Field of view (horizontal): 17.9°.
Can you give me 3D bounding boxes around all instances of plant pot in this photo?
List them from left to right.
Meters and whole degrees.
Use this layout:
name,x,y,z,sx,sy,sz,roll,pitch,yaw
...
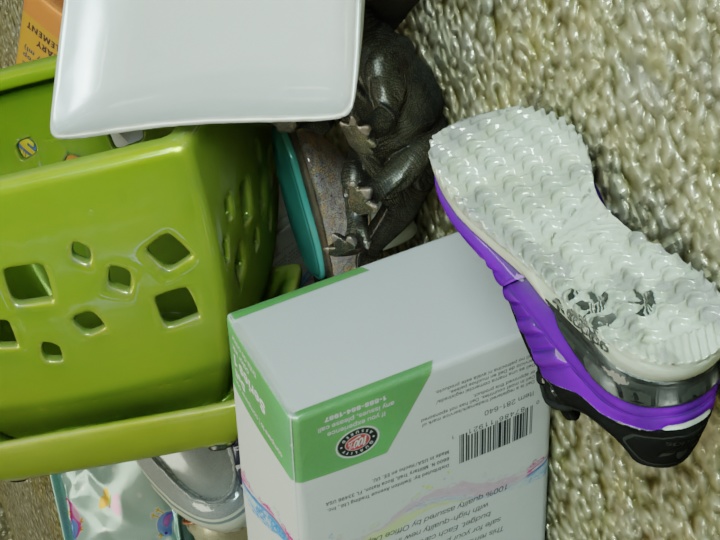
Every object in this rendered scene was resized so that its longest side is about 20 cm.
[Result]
name,x,y,z,sx,sy,sz,roll,pitch,yaw
plant pot,-0.138,-0.006,1.231,0.200,0.198,0.182,-72,-32,-64

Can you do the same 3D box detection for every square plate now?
name,x,y,z,sx,sy,sz,roll,pitch,yaw
square plate,-0.064,-0.164,1.105,0.197,0.028,0.201,-1,79,39

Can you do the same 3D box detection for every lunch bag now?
name,x,y,z,sx,sy,sz,roll,pitch,yaw
lunch bag,-0.125,0.157,1.601,0.121,0.170,0.201,-12,96,27

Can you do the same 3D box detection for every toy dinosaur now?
name,x,y,z,sx,sy,sz,roll,pitch,yaw
toy dinosaur,0.013,-0.070,1.137,0.077,0.102,0.201,3,126,41

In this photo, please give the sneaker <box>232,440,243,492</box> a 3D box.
name,x,y,z,sx,sy,sz,roll,pitch,yaw
sneaker,-0.014,0.127,1.357,0.201,0.074,0.082,64,-152,-30

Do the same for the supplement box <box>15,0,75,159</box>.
name,x,y,z,sx,sy,sz,roll,pitch,yaw
supplement box,-0.177,-0.102,1.444,0.066,0.069,0.201,37,141,20

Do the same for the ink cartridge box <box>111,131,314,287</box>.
name,x,y,z,sx,sy,sz,roll,pitch,yaw
ink cartridge box,-0.096,-0.023,1.435,0.146,0.083,0.200,43,153,19

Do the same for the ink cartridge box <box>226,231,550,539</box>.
name,x,y,z,sx,sy,sz,roll,pitch,yaw
ink cartridge box,0.016,0.095,1.171,0.084,0.144,0.201,53,155,42

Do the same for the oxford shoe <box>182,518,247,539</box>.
name,x,y,z,sx,sy,sz,roll,pitch,yaw
oxford shoe,-0.098,0.135,1.477,0.200,0.074,0.071,42,-176,-4

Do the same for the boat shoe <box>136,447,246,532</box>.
name,x,y,z,sx,sy,sz,roll,pitch,yaw
boat shoe,-0.130,0.074,1.397,0.201,0.070,0.072,52,-177,27

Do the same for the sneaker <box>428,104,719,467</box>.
name,x,y,z,sx,sy,sz,roll,pitch,yaw
sneaker,0.088,0.012,0.997,0.200,0.069,0.100,-126,22,-44

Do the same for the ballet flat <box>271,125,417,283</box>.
name,x,y,z,sx,sy,sz,roll,pitch,yaw
ballet flat,0.000,0.000,1.256,0.068,0.067,0.201,-134,31,-64
